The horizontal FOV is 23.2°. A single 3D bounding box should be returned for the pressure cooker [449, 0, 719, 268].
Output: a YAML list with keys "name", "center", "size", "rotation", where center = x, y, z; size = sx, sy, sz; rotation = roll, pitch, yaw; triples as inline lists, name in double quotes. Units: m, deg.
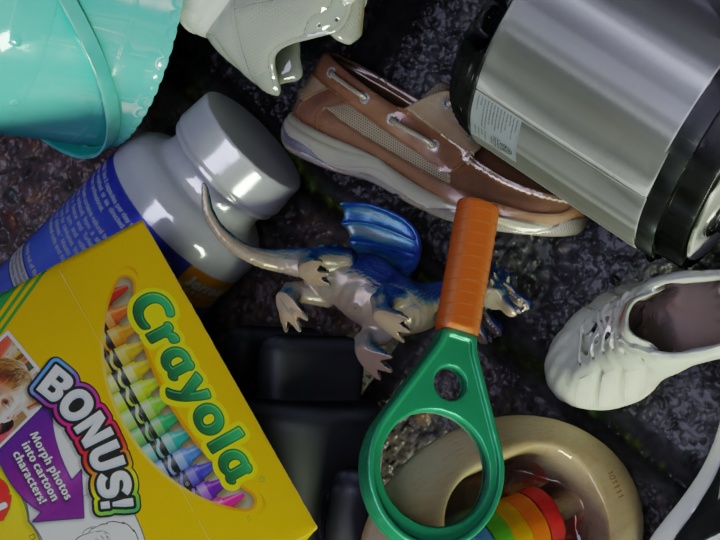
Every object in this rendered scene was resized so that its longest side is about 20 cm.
- name: "pressure cooker"
  center: [0.171, -0.098, 0.954]
  size: [0.200, 0.176, 0.179]
  rotation: [35, 106, 18]

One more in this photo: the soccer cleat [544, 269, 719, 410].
- name: "soccer cleat"
  center: [0.160, 0.033, 0.977]
  size: [0.200, 0.077, 0.070]
  rotation: [-23, 70, 52]

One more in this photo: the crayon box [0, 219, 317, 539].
- name: "crayon box"
  center: [-0.148, 0.101, 0.967]
  size: [0.172, 0.058, 0.201]
  rotation: [-29, 80, -12]

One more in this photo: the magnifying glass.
- name: "magnifying glass"
  center: [0.048, 0.055, 0.965]
  size: [0.079, 0.022, 0.201]
  rotation: [17, 71, -14]

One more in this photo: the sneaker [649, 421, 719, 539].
- name: "sneaker"
  center: [0.245, 0.130, 0.974]
  size: [0.112, 0.073, 0.201]
  rotation: [42, 116, 40]

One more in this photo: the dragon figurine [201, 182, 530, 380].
- name: "dragon figurine"
  center: [0.000, 0.000, 1.047]
  size: [0.199, 0.099, 0.059]
  rotation: [27, 126, 9]

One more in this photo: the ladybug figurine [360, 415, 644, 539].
- name: "ladybug figurine"
  center: [0.074, 0.158, 1.005]
  size: [0.072, 0.199, 0.136]
  rotation: [-39, 69, 53]

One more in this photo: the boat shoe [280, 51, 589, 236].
- name: "boat shoe"
  center: [0.047, -0.076, 1.049]
  size: [0.199, 0.076, 0.072]
  rotation: [22, 103, 16]

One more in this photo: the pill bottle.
- name: "pill bottle"
  center: [-0.134, -0.014, 1.096]
  size: [0.200, 0.112, 0.112]
  rotation: [-42, 79, 16]

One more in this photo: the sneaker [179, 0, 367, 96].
- name: "sneaker"
  center: [-0.015, -0.185, 1.010]
  size: [0.092, 0.076, 0.200]
  rotation: [47, 122, 2]

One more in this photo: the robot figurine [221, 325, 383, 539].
- name: "robot figurine"
  center: [-0.051, 0.136, 1.065]
  size: [0.124, 0.150, 0.201]
  rotation: [6, 94, 3]

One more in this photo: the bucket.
- name: "bucket"
  center: [-0.197, -0.170, 1.057]
  size: [0.134, 0.207, 0.208]
  rotation: [10, 97, -26]
